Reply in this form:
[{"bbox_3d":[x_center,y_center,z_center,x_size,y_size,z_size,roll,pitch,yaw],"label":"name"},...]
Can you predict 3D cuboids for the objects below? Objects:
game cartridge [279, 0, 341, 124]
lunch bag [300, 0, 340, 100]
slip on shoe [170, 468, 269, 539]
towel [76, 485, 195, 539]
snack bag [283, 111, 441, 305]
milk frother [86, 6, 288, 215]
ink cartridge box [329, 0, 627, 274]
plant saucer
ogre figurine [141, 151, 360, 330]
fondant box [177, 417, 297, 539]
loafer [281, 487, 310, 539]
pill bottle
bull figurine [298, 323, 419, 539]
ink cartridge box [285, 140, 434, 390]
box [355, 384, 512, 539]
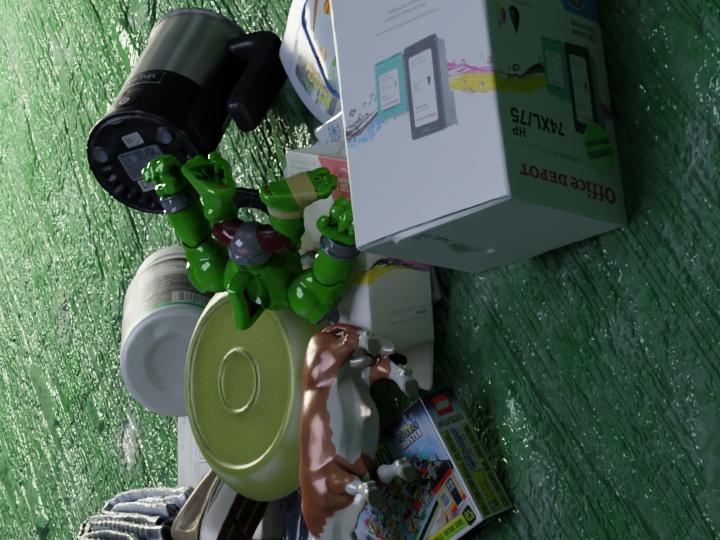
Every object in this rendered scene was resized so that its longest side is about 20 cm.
[{"bbox_3d":[-0.016,-0.202,1.769,0.200,0.040,0.134,51,135,51],"label":"game cartridge"},{"bbox_3d":[0.036,-0.236,1.596,0.200,0.075,0.161,-49,37,26],"label":"lunch bag"},{"bbox_3d":[-0.099,0.172,1.763,0.060,0.076,0.201,14,65,35],"label":"slip on shoe"},{"bbox_3d":[-0.182,0.300,1.911,0.166,0.085,0.199,56,154,-12],"label":"towel"},{"bbox_3d":[-0.007,-0.039,1.713,0.200,0.021,0.190,-30,74,58],"label":"snack bag"},{"bbox_3d":[-0.144,-0.122,1.914,0.189,0.179,0.201,-67,-27,-48],"label":"milk frother"},{"bbox_3d":[0.084,-0.117,1.419,0.145,0.146,0.202,-18,71,39],"label":"ink cartridge box"},{"bbox_3d":[-0.094,0.095,1.671,0.199,0.031,0.202,-4,85,49],"label":"plant saucer"},{"bbox_3d":[-0.083,-0.023,1.589,0.098,0.198,0.121,-75,-15,-56],"label":"ogre figurine"},{"bbox_3d":[-0.114,0.183,1.895,0.200,0.058,0.146,-11,78,62],"label":"fondant box"},{"bbox_3d":[-0.024,0.179,1.731,0.072,0.072,0.202,-8,81,38],"label":"loafer"},{"bbox_3d":[-0.177,0.053,1.921,0.200,0.112,0.114,-103,25,-70],"label":"pill bottle"},{"bbox_3d":[-0.009,0.140,1.548,0.121,0.065,0.202,-14,77,53],"label":"bull figurine"},{"bbox_3d":[0.000,0.000,1.630,0.116,0.067,0.202,13,111,56],"label":"ink cartridge box"},{"bbox_3d":[0.039,0.185,1.598,0.111,0.034,0.200,62,144,14],"label":"box"}]
